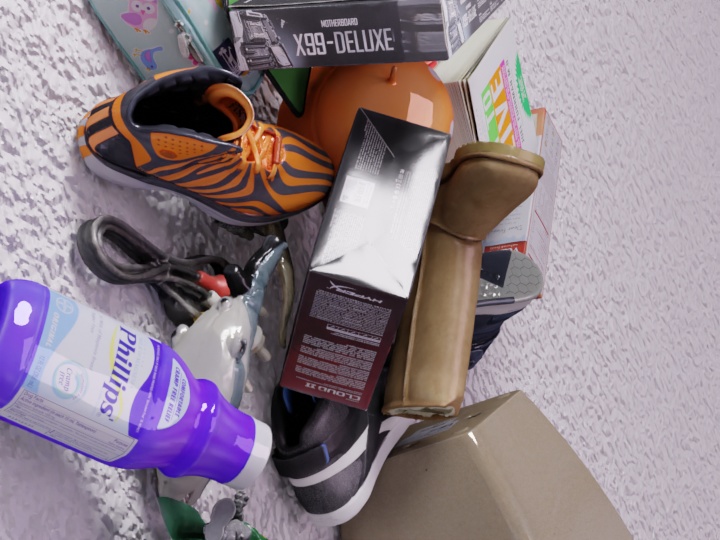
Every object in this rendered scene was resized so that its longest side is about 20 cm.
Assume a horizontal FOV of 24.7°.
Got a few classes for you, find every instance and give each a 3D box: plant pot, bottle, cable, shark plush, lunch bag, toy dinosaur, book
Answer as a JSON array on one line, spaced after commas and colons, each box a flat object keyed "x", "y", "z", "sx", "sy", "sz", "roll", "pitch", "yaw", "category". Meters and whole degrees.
[{"x": 0.093, "y": 0.215, "z": 1.402, "sx": 0.200, "sy": 0.200, "sz": 0.177, "roll": -25, "pitch": 93, "yaw": -63, "category": "plant pot"}, {"x": -0.147, "y": 0.079, "z": 1.012, "sx": 0.200, "sy": 0.065, "sz": 0.084, "roll": 29, "pitch": 55, "yaw": -28, "category": "bottle"}, {"x": -0.125, "y": 0.004, "z": 1.174, "sx": 0.200, "sy": 0.050, "sz": 0.097, "roll": 51, "pitch": 36, "yaw": -48, "category": "cable"}, {"x": -0.107, "y": 0.066, "z": 1.150, "sx": 0.083, "sy": 0.091, "sz": 0.200, "roll": 58, "pitch": 39, "yaw": -65, "category": "shark plush"}, {"x": -0.122, "y": -0.225, "z": 1.226, "sx": 0.160, "sy": 0.077, "sz": 0.200, "roll": 60, "pitch": 32, "yaw": -38, "category": "lunch bag"}, {"x": -0.076, "y": -0.048, "z": 1.245, "sx": 0.088, "sy": 0.047, "sz": 0.200, "roll": 54, "pitch": 24, "yaw": -60, "category": "toy dinosaur"}, {"x": 0.110, "y": -0.133, "z": 1.458, "sx": 0.200, "sy": 0.048, "sz": 0.134, "roll": -55, "pitch": 134, "yaw": -61, "category": "book"}]

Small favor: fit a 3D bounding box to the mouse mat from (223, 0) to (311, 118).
[{"x": -0.059, "y": -0.237, "z": 1.254, "sx": 0.161, "sy": 0.008, "sz": 0.200, "roll": 54, "pitch": 39, "yaw": -58, "category": "mouse mat"}]

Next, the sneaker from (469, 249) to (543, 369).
[{"x": 0.046, "y": 0.045, "z": 1.464, "sx": 0.202, "sy": 0.146, "sz": 0.077, "roll": 1, "pitch": 58, "yaw": -29, "category": "sneaker"}]

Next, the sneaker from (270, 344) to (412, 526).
[{"x": -0.013, "y": 0.100, "z": 1.343, "sx": 0.112, "sy": 0.073, "sz": 0.200, "roll": 63, "pitch": 31, "yaw": -30, "category": "sneaker"}]

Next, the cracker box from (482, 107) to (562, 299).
[{"x": 0.115, "y": -0.057, "z": 1.585, "sx": 0.058, "sy": 0.134, "sz": 0.200, "roll": 56, "pitch": 36, "yaw": -42, "category": "cracker box"}]

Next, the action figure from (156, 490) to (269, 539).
[{"x": -0.076, "y": 0.197, "z": 1.144, "sx": 0.118, "sy": 0.055, "sz": 0.200, "roll": 44, "pitch": -8, "yaw": 10, "category": "action figure"}]

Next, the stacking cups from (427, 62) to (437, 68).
[{"x": 0.031, "y": -0.255, "z": 1.583, "sx": 0.061, "sy": 0.060, "sz": 0.200, "roll": -58, "pitch": 138, "yaw": -53, "category": "stacking cups"}]

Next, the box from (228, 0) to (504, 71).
[{"x": 0.013, "y": -0.199, "z": 1.213, "sx": 0.200, "sy": 0.158, "sz": 0.050, "roll": -50, "pitch": 136, "yaw": -60, "category": "box"}]

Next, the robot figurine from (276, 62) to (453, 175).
[{"x": 0.004, "y": -0.116, "z": 1.326, "sx": 0.117, "sy": 0.200, "sz": 0.144, "roll": 26, "pitch": 82, "yaw": -19, "category": "robot figurine"}]

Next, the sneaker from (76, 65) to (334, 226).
[{"x": -0.085, "y": -0.084, "z": 1.134, "sx": 0.200, "sy": 0.112, "sz": 0.078, "roll": 6, "pitch": 74, "yaw": -34, "category": "sneaker"}]

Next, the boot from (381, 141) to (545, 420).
[{"x": 0.080, "y": 0.012, "z": 1.282, "sx": 0.066, "sy": 0.175, "sz": 0.200, "roll": 14, "pitch": 76, "yaw": -14, "category": "boot"}]

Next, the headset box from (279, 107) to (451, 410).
[{"x": 0.000, "y": 0.000, "z": 1.231, "sx": 0.200, "sy": 0.075, "sz": 0.149, "roll": 108, "pitch": -1, "yaw": -57, "category": "headset box"}]

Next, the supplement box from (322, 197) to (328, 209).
[{"x": 0.053, "y": -0.085, "z": 1.498, "sx": 0.200, "sy": 0.109, "sz": 0.061, "roll": -52, "pitch": 128, "yaw": -58, "category": "supplement box"}]
